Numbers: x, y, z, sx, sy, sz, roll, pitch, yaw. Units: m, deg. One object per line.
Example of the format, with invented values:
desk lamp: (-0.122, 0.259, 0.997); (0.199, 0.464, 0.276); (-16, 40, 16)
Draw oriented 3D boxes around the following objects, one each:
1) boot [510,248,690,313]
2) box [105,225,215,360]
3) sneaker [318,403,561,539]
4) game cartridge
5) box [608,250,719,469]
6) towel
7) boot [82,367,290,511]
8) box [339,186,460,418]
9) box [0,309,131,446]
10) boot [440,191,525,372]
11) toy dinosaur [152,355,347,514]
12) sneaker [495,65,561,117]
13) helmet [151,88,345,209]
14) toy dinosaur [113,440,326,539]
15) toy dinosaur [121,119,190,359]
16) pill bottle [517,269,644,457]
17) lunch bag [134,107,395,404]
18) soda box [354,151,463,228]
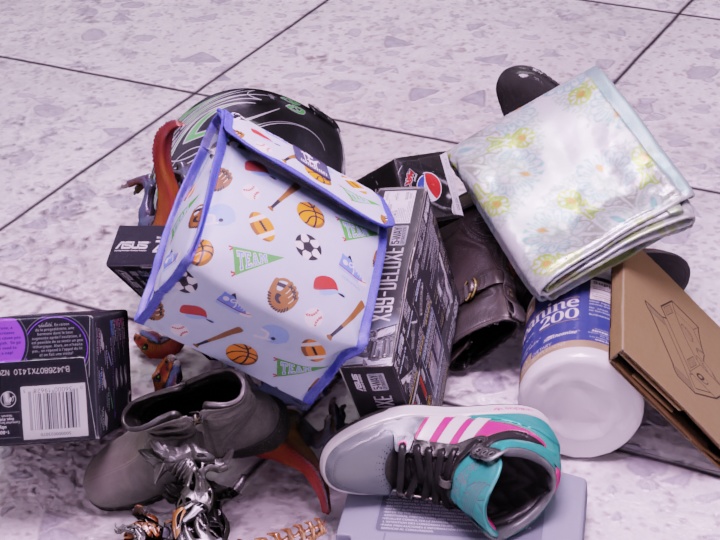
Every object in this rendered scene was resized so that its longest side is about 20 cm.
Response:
boot: (0.225, -0.015, 1.698); (0.187, 0.069, 0.200); (-15, 24, -5)
box: (-0.114, 0.025, 1.489); (0.160, 0.200, 0.049); (2, 63, 29)
sneaker: (0.072, 0.166, 1.299); (0.199, 0.084, 0.121); (-7, 21, -8)
game cartridge: (0.085, 0.205, 1.338); (0.199, 0.041, 0.134); (3, 34, 10)
box: (0.282, 0.073, 1.451); (0.021, 0.163, 0.200); (-40, 17, 27)
towel: (0.193, -0.082, 1.498); (0.171, 0.048, 0.200); (-28, 55, -2)
boot: (-0.165, 0.132, 1.341); (0.199, 0.131, 0.068); (-23, 65, 13)
box: (0.039, 0.052, 1.423); (0.049, 0.158, 0.201); (-2, 50, 17)
box: (-0.272, 0.091, 1.419); (0.121, 0.107, 0.200); (-3, 0, 0)
boot: (0.089, 0.022, 1.591); (0.069, 0.200, 0.175); (23, 53, -26)
toy dinosaur: (-0.109, 0.123, 1.439); (0.181, 0.105, 0.201); (-14, 38, 21)
sneaker: (0.185, -0.105, 1.585); (0.074, 0.201, 0.088); (-27, 5, 41)
helmet: (-0.128, -0.094, 1.733); (0.190, 0.201, 0.200); (4, 27, -21)
toy dinosaur: (-0.133, 0.220, 1.300); (0.199, 0.102, 0.136); (4, 54, -14)
toy dinosaur: (-0.197, -0.013, 1.592); (0.104, 0.200, 0.182); (-8, 61, 4)
pill bottle: (0.203, 0.069, 1.482); (0.110, 0.112, 0.200); (2, 31, 8)
lunch bag: (-0.068, -0.025, 1.320); (0.169, 0.124, 0.201); (29, 47, -17)
soda box: (0.017, -0.054, 1.591); (0.063, 0.071, 0.200); (-11, -7, -31)
